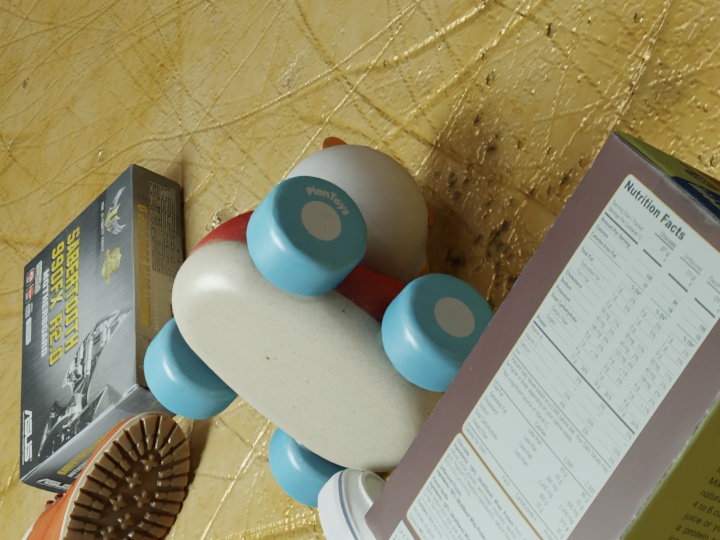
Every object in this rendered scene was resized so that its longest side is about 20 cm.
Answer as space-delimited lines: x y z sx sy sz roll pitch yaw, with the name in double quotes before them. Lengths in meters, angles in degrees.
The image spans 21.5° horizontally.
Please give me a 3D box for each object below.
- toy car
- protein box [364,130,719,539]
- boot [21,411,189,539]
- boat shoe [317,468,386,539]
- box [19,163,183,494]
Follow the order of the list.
"toy car" 0.000 0.000 1.120 0.184 0.176 0.200 -48 8 48
"protein box" 0.149 0.085 0.783 0.201 0.198 0.135 -58 35 14
"boot" -0.190 0.171 1.328 0.201 0.075 0.107 -60 29 13
"boat shoe" 0.043 0.161 1.007 0.066 0.072 0.200 -53 37 14
"box" -0.195 0.045 1.422 0.158 0.048 0.201 -38 44 38
